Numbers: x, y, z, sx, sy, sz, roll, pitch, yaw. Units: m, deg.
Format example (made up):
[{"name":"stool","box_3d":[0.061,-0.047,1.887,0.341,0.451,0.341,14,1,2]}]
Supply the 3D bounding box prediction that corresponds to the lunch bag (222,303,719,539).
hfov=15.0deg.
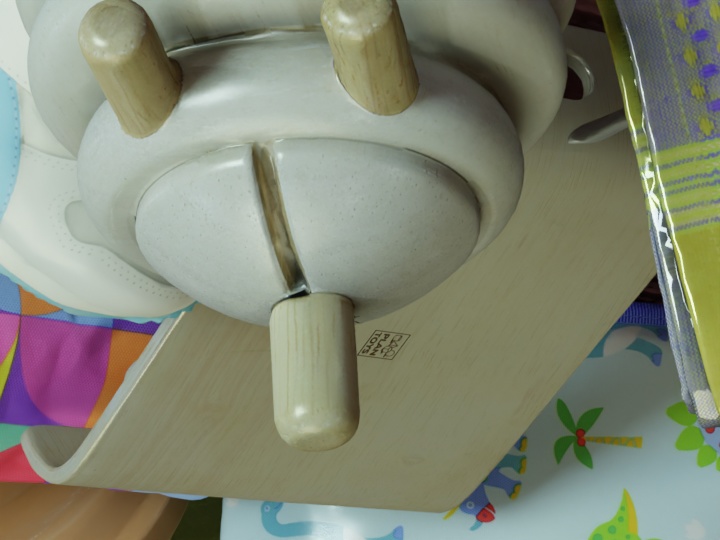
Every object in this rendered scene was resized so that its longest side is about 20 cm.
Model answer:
[{"name":"lunch bag","box_3d":[0.057,0.096,0.985,0.199,0.171,0.127,1,173,16]}]

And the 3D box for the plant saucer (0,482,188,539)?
[{"name":"plant saucer","box_3d":[-0.159,0.064,1.013,0.199,0.201,0.032,5,136,15]}]

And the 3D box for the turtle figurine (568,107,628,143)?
[{"name":"turtle figurine","box_3d":[0.169,-0.027,0.682,0.193,0.201,0.144,16,-166,-25]}]

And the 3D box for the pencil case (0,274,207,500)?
[{"name":"pencil case","box_3d":[-0.127,0.027,0.885,0.199,0.089,0.088,9,164,-34]}]

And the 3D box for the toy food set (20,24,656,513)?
[{"name":"toy food set","box_3d":[0.000,0.000,0.830,0.143,0.061,0.200,8,136,-32]}]

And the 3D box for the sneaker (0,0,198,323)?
[{"name":"sneaker","box_3d":[-0.075,-0.068,0.695,0.080,0.077,0.201,-4,128,29]}]

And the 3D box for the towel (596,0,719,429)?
[{"name":"towel","box_3d":[0.148,-0.050,0.576,0.199,0.145,0.023,-11,173,16]}]

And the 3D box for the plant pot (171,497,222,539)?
[{"name":"plant pot","box_3d":[-0.097,0.149,1.244,0.189,0.201,0.200,-16,149,28]}]

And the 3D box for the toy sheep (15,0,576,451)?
[{"name":"toy sheep","box_3d":[-0.015,-0.058,0.598,0.137,0.201,0.138,3,156,1]}]
